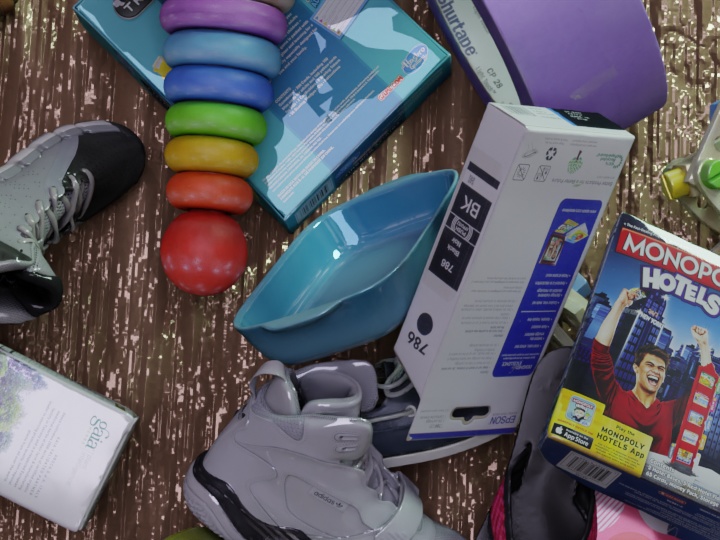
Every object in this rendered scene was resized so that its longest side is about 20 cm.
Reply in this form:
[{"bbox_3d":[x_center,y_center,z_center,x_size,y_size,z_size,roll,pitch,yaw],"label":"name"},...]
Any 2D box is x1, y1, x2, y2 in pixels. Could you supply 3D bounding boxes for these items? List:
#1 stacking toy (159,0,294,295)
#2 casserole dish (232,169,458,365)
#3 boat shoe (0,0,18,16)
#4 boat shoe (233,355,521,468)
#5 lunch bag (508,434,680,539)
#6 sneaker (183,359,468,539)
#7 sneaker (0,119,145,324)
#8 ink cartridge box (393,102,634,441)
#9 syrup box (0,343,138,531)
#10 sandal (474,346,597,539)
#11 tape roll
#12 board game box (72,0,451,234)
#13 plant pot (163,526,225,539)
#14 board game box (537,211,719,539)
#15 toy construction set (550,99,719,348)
[{"bbox_3d":[-0.092,-0.085,1.342,0.085,0.085,0.202,6,85,4],"label":"stacking toy"},{"bbox_3d":[0.000,0.000,1.320,0.120,0.200,0.039,-19,108,27],"label":"casserole dish"},{"bbox_3d":[-0.293,-0.245,1.435,0.068,0.072,0.201,-28,88,-8],"label":"boat shoe"},{"bbox_3d":[0.020,0.081,1.344,0.198,0.075,0.062,-17,109,6],"label":"boat shoe"},{"bbox_3d":[0.185,0.173,1.316,0.198,0.082,0.178,3,79,3],"label":"lunch bag"},{"bbox_3d":[0.004,0.126,1.279,0.199,0.075,0.115,23,119,-10],"label":"sneaker"},{"bbox_3d":[-0.195,-0.018,1.334,0.199,0.075,0.115,-26,45,-29],"label":"sneaker"},{"bbox_3d":[0.082,0.002,1.260,0.039,0.099,0.201,36,113,39],"label":"ink cartridge box"},{"bbox_3d":[-0.241,0.080,1.333,0.199,0.081,0.079,27,86,-6],"label":"syrup box"},{"bbox_3d":[0.107,0.142,1.264,0.074,0.045,0.202,12,85,1],"label":"sandal"},{"bbox_3d":[0.101,-0.166,1.329,0.085,0.200,0.201,-29,79,-3],"label":"tape roll"},{"bbox_3d":[-0.063,-0.148,1.411,0.151,0.047,0.200,-44,80,-6],"label":"board game box"},{"bbox_3d":[-0.065,0.257,1.266,0.193,0.201,0.201,38,82,21],"label":"plant pot"},{"bbox_3d":[0.218,0.058,1.265,0.199,0.062,0.201,24,64,-4],"label":"board game box"},{"bbox_3d":[0.191,-0.003,1.347,0.199,0.092,0.131,-37,104,3],"label":"toy construction set"}]
